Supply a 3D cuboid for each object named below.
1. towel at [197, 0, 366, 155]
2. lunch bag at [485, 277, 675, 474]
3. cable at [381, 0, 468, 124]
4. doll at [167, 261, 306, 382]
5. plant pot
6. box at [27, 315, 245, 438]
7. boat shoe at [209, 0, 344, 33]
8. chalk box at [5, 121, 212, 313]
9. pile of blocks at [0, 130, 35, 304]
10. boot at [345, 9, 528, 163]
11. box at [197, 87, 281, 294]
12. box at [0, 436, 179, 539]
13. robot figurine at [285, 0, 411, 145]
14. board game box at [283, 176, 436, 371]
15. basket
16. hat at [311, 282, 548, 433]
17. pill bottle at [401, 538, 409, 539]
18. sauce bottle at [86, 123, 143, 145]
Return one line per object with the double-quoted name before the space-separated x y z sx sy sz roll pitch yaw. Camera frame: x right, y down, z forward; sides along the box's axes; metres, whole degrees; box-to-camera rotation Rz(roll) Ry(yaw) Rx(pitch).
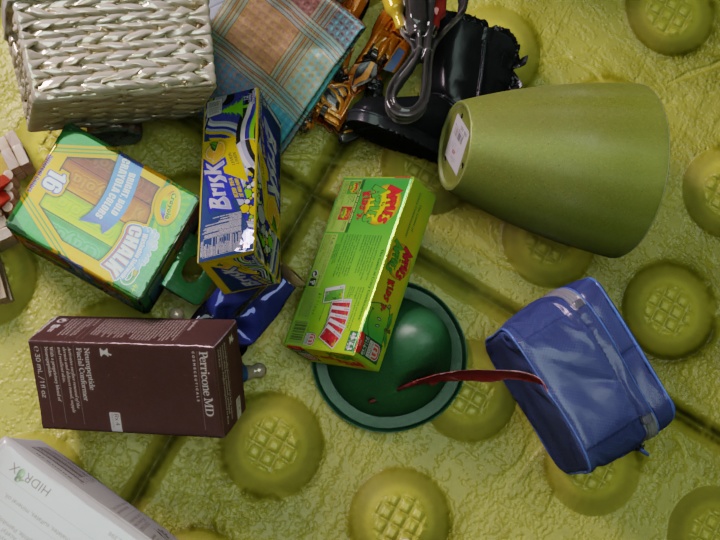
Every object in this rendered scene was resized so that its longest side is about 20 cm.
"towel" -0.103 -0.224 1.231 0.146 0.022 0.200 39 115 1
"lunch bag" 0.241 0.115 1.217 0.132 0.136 0.201 -31 86 -11
"cable" 0.066 -0.240 1.227 0.096 0.050 0.202 4 70 -10
"doll" -0.144 0.069 1.204 0.200 0.048 0.136 -46 125 0
"plant pot" 0.189 -0.119 1.209 0.198 0.187 0.189 7 79 -16
"box" -0.221 0.105 1.144 0.198 0.075 0.101 0 109 12
"boat shoe" -0.096 -0.291 1.259 0.198 0.062 0.073 -7 87 24
"chalk box" -0.240 -0.039 1.187 0.199 0.124 0.126 28 79 -2
"pile of blocks" -0.395 -0.055 1.201 0.081 0.062 0.202 8 79 -6
"boot" 0.087 -0.206 1.267 0.197 0.073 0.164 16 84 -25
"box" -0.121 -0.083 1.169 0.064 0.070 0.201 -10 59 15
"box" -0.294 0.282 1.087 0.199 0.199 0.172 36 78 0
"robot figurine" -0.017 -0.243 1.284 0.144 0.058 0.201 30 78 1
"board game box" 0.000 0.000 1.214 0.048 0.101 0.201 36 67 -45
"basket" -0.247 -0.218 1.147 0.198 0.135 0.124 -10 85 -19
"hat" 0.054 0.077 1.178 0.198 0.176 0.167 -14 82 -9
"pill bottle" 0.049 0.385 1.160 0.110 0.111 0.201 26 78 -2
"sauce bottle" -0.271 -0.240 1.248 0.064 0.065 0.202 -4 80 -8
